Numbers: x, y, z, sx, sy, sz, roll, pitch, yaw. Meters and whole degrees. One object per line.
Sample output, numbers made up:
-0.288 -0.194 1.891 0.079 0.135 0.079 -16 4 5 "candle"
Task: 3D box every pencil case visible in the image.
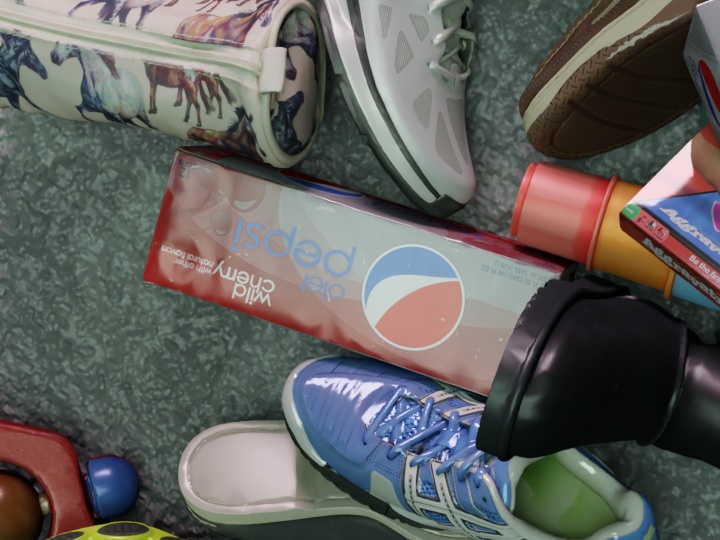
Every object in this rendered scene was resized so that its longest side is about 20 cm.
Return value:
-0.108 -0.103 0.884 0.198 0.089 0.079 12 97 23 "pencil case"

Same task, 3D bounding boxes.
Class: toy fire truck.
-0.187 0.167 0.959 0.166 0.112 0.202 -14 93 -11 "toy fire truck"

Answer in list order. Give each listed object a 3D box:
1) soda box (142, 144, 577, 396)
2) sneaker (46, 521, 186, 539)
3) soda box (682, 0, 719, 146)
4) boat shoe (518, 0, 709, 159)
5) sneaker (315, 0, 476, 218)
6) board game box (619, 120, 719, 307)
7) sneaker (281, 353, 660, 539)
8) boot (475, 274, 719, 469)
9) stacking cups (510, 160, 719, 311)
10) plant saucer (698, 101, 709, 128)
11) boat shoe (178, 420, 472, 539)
0.000 0.000 0.900 0.198 0.063 0.071 19 100 12 "soda box"
-0.075 0.187 0.919 0.198 0.074 0.084 20 111 -9 "sneaker"
0.242 -0.109 0.793 0.198 0.063 0.069 -20 78 0 "soda box"
0.151 -0.134 0.852 0.202 0.074 0.075 -37 52 21 "boat shoe"
0.041 -0.133 0.866 0.114 0.076 0.202 -20 89 18 "sneaker"
0.219 0.003 0.797 0.103 0.019 0.200 -43 65 -14 "board game box"
0.054 0.086 0.859 0.198 0.077 0.076 24 65 14 "sneaker"
0.150 0.063 0.807 0.161 0.198 0.074 23 105 17 "boot"
0.169 -0.006 0.857 0.198 0.060 0.061 19 101 15 "stacking cups"
0.257 -0.067 0.850 0.198 0.019 0.071 -8 94 16 "plant saucer"
0.010 0.115 0.925 0.198 0.063 0.073 3 56 5 "boat shoe"
